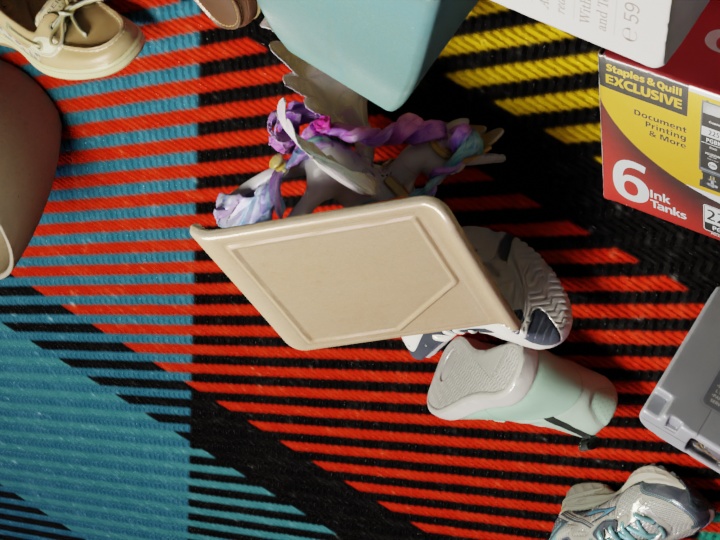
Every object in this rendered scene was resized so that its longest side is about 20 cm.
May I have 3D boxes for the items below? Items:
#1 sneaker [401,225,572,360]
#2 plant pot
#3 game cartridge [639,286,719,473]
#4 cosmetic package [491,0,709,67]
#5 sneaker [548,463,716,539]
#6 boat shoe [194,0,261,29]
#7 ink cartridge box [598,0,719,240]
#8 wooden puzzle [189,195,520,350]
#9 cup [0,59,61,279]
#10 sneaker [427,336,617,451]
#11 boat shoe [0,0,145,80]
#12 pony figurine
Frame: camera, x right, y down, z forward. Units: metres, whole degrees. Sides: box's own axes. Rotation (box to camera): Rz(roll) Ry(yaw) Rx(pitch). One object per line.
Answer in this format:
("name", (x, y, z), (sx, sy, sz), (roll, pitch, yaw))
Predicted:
("sneaker", (0.086, 0.030, 1.443), (0.198, 0.080, 0.130), (23, 150, 24))
("plant pot", (0.016, -0.199, 1.133), (0.141, 0.142, 0.200), (31, 158, 10))
("game cartridge", (0.308, 0.101, 1.240), (0.199, 0.133, 0.042), (31, 151, 12))
("cosmetic package", (0.110, -0.244, 0.925), (0.199, 0.167, 0.168), (26, 150, 21))
("sneaker", (0.232, 0.231, 1.563), (0.078, 0.087, 0.200), (41, 151, -9))
("boat shoe", (-0.142, -0.250, 1.297), (0.072, 0.068, 0.201), (4, 138, 45))
("ink cartridge box", (0.247, -0.095, 1.076), (0.199, 0.084, 0.176), (22, 148, 26))
("wooden puzzle", (0.000, 0.000, 1.304), (0.199, 0.037, 0.185), (-4, 151, 21))
("cup", (-0.358, -0.111, 1.659), (0.199, 0.144, 0.201), (26, 149, 17))
("sneaker", (0.136, 0.108, 1.509), (0.118, 0.074, 0.200), (23, 170, -19))
("boat shoe", (-0.264, -0.212, 1.482), (0.199, 0.073, 0.063), (19, 150, 30))
("pony figurine", (-0.016, -0.077, 1.324), (0.192, 0.167, 0.200), (29, 127, -28))
